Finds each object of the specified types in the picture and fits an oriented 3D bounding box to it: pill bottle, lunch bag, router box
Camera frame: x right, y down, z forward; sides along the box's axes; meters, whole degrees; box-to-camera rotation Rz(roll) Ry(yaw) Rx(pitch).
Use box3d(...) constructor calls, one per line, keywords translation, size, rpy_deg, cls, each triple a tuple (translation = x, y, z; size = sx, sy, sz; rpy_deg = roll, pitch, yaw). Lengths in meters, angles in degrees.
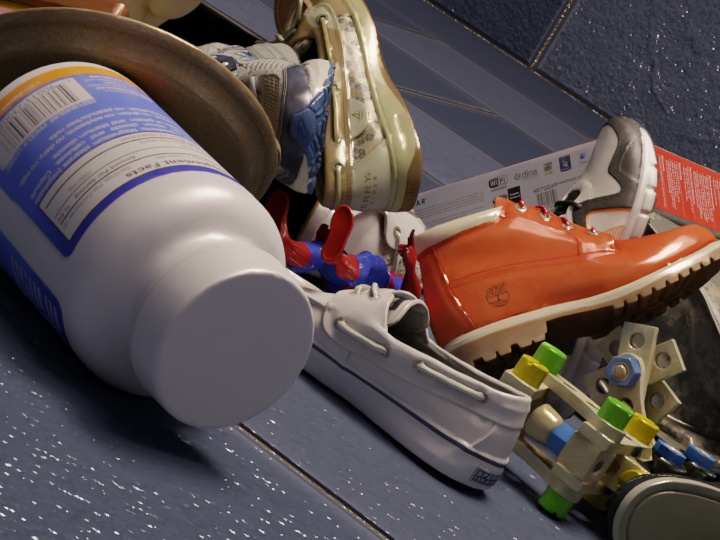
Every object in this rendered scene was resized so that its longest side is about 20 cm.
box3d(translation=(-0.104, -0.010, 1.230), size=(0.112, 0.112, 0.200), rpy_deg=(21, 15, -42), cls="pill bottle")
box3d(translation=(0.238, 0.072, 1.759), size=(0.164, 0.118, 0.200), rpy_deg=(17, 34, -55), cls="lunch bag")
box3d(translation=(0.146, -0.032, 1.850), size=(0.179, 0.199, 0.049), rpy_deg=(17, 63, -54), cls="router box")

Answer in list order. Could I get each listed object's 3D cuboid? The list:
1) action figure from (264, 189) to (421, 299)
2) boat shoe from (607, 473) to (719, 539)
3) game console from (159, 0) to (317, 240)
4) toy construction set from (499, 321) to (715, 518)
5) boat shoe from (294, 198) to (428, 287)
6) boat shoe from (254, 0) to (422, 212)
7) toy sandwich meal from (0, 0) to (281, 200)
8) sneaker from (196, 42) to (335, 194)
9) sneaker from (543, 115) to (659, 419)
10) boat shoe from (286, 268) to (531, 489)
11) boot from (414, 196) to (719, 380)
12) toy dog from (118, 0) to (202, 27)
box3d(translation=(0.000, 0.000, 1.543), size=(0.065, 0.052, 0.200), rpy_deg=(9, -16, 19), cls="action figure")
box3d(translation=(0.189, 0.149, 1.418), size=(0.199, 0.075, 0.066), rpy_deg=(22, 11, -41), cls="boat shoe")
box3d(translation=(-0.079, -0.111, 1.737), size=(0.200, 0.117, 0.176), rpy_deg=(33, 11, 9), cls="game console")
box3d(translation=(0.137, 0.093, 1.512), size=(0.131, 0.092, 0.200), rpy_deg=(35, 22, 23), cls="toy construction set")
box3d(translation=(0.013, -0.016, 1.683), size=(0.069, 0.071, 0.200), rpy_deg=(35, 10, 14), cls="boat shoe")
box3d(translation=(-0.021, -0.113, 1.570), size=(0.062, 0.073, 0.200), rpy_deg=(-7, 43, -20), cls="boat shoe")
box3d(translation=(-0.137, -0.091, 1.377), size=(0.205, 0.205, 0.070), rpy_deg=(27, 53, -20), cls="toy sandwich meal")
box3d(translation=(-0.070, -0.091, 1.482), size=(0.085, 0.077, 0.200), rpy_deg=(7, 7, -15), cls="sneaker")
box3d(translation=(0.133, -0.010, 1.674), size=(0.080, 0.201, 0.074), rpy_deg=(20, -10, -8), cls="sneaker")
box3d(translation=(0.011, 0.041, 1.435), size=(0.200, 0.066, 0.072), rpy_deg=(38, 13, 33), cls="boat shoe")
box3d(translation=(0.130, -0.008, 1.610), size=(0.075, 0.199, 0.108), rpy_deg=(108, -37, -66), cls="boot")
box3d(translation=(-0.133, -0.186, 1.456), size=(0.139, 0.200, 0.194), rpy_deg=(39, -6, 6), cls="toy dog")
